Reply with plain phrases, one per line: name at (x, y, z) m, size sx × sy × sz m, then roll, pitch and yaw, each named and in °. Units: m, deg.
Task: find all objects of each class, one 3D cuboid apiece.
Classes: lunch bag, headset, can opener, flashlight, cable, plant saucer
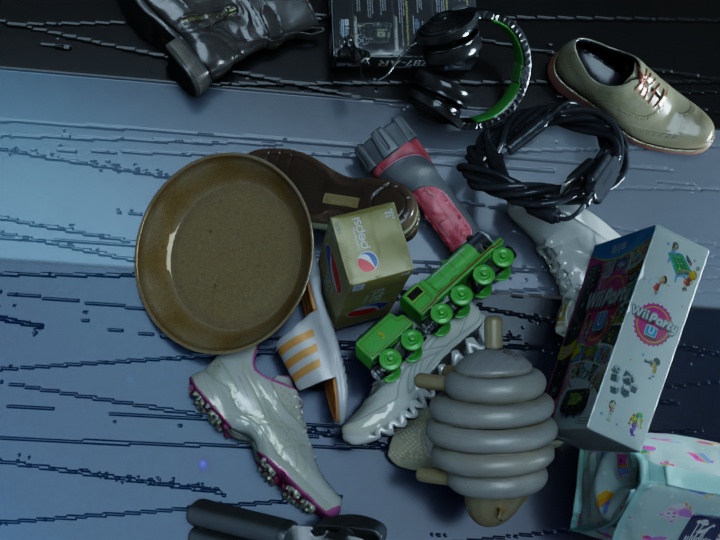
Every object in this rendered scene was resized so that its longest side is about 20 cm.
lunch bag at (0.312, 0.220, 1.249) m, size 0.169 × 0.200 × 0.123 m, roll 11°, pitch 78°, yaw -6°
headset at (0.080, -0.214, 1.338) m, size 0.198 × 0.094 × 0.125 m, roll 0°, pitch 108°, yaw -25°
can opener at (-0.073, 0.258, 1.234) m, size 0.198 × 0.066 × 0.053 m, roll 6°, pitch 111°, yaw 21°
flashlight at (0.076, -0.064, 1.338) m, size 0.067 × 0.068 × 0.201 m, roll -35°, pitch 86°, yaw 0°
cable at (0.194, -0.117, 1.341) m, size 0.162 × 0.051 × 0.200 m, roll 12°, pitch 40°, yaw 24°
plant saucer at (-0.132, -0.015, 1.285) m, size 0.198 × 0.035 × 0.202 m, roll -3°, pitch 81°, yaw 20°

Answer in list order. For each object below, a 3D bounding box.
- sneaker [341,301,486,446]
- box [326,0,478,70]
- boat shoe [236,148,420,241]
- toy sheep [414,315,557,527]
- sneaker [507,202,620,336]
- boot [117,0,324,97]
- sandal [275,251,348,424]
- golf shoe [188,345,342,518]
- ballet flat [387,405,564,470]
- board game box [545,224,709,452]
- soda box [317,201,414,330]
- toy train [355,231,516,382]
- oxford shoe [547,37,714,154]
sneaker at (0.049, 0.098, 1.298) m, size 0.200 × 0.075 × 0.081 m, roll -41°, pitch 96°, yaw -20°
box at (0.042, -0.319, 1.392) m, size 0.159 × 0.044 × 0.202 m, roll -2°, pitch 80°, yaw -8°
boat shoe at (-0.034, -0.067, 1.322) m, size 0.201 × 0.075 × 0.075 m, roll 20°, pitch 77°, yaw 20°
toy sheep at (0.120, 0.143, 1.209) m, size 0.136 × 0.138 × 0.202 m, roll -5°, pitch 99°, yaw -9°
sneaker at (0.220, 0.006, 1.341) m, size 0.199 × 0.074 × 0.116 m, roll 33°, pitch 74°, yaw -2°
boot at (-0.154, -0.293, 1.358) m, size 0.174 × 0.069 × 0.201 m, roll -36°, pitch 90°, yaw -18°
sandal at (-0.060, 0.060, 1.294) m, size 0.059 × 0.079 × 0.208 m, roll -12°, pitch 72°, yaw -11°
golf shoe at (-0.078, 0.157, 1.274) m, size 0.091 × 0.075 × 0.200 m, roll -43°, pitch 90°, yaw -19°
ballet flat at (0.125, 0.159, 1.305) m, size 0.198 × 0.062 × 0.068 m, roll -9°, pitch 80°, yaw -9°
board game box at (0.247, 0.069, 1.235) m, size 0.064 × 0.147 × 0.202 m, roll 23°, pitch 79°, yaw -9°
soda box at (0.000, 0.000, 1.246) m, size 0.063 × 0.200 × 0.068 m, roll -15°, pitch 78°, yaw -10°
toy train at (0.074, 0.032, 1.270) m, size 0.056 × 0.042 × 0.200 m, roll 41°, pitch 69°, yaw 19°
oxford shoe at (0.299, -0.186, 1.386) m, size 0.199 × 0.075 × 0.071 m, roll 24°, pitch 76°, yaw -3°
